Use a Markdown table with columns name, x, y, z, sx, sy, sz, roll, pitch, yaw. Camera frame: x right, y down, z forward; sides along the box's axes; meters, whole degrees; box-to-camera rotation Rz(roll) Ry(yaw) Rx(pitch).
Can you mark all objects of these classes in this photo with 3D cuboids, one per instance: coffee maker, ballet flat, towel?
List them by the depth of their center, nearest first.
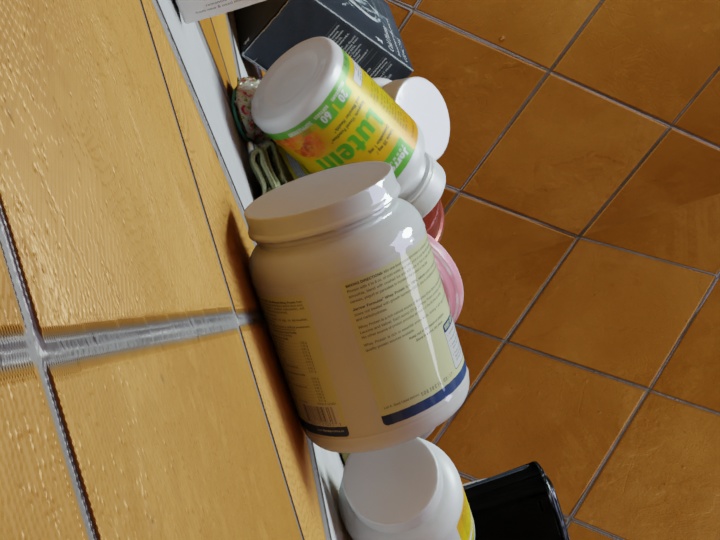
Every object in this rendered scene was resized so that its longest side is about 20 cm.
| name | x | y | z | sx | sy | sz | roll | pitch | yaw |
| --- | --- | --- | --- | --- | --- | --- | --- | --- | --- |
| towel | -0.071 | -0.041 | 1.337 | 0.200 | 0.036 | 0.149 | 60 | 12 | -78 |
| coffee maker | 0.119 | 0.294 | 1.371 | 0.192 | 0.199 | 0.135 | -102 | 174 | -66 |
| ballet flat | -0.096 | -0.176 | 1.385 | 0.200 | 0.064 | 0.076 | -92 | 164 | -79 |

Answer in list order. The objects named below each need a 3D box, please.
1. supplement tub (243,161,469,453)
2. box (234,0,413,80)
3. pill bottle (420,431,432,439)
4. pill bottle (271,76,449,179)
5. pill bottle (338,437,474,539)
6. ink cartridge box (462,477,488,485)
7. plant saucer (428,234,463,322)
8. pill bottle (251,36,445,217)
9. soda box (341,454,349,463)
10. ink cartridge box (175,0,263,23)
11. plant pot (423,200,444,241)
| name | x | y | z | sx | sy | sz | roll | pitch | yaw |
| --- | --- | --- | --- | --- | --- | --- | --- | --- | --- |
| supplement tub | -0.005 | 0.028 | 1.045 | 0.145 | 0.145 | 0.201 | -100 | 173 | -73 |
| box | -0.055 | -0.318 | 1.717 | 0.196 | 0.124 | 0.200 | 30 | 27 | -29 |
| pill bottle | 0.026 | 0.113 | 1.568 | 0.200 | 0.114 | 0.115 | -103 | 176 | -58 |
| pill bottle | -0.005 | -0.154 | 1.476 | 0.114 | 0.200 | 0.115 | 7 | 81 | -46 |
| pill bottle | 0.041 | 0.216 | 1.186 | 0.200 | 0.112 | 0.113 | 68 | 5 | -63 |
| ink cartridge box | 0.170 | 0.444 | 2.222 | 0.200 | 0.146 | 0.147 | 64 | 9 | -78 |
| plant saucer | 0.031 | 0.025 | 1.678 | 0.051 | 0.200 | 0.201 | -58 | 139 | -47 |
| pill bottle | -0.005 | -0.131 | 1.312 | 0.200 | 0.111 | 0.111 | 40 | 22 | -34 |
| soda box | 0.001 | 0.144 | 1.342 | 0.068 | 0.064 | 0.200 | -103 | 175 | -59 |
| ink cartridge box | -0.145 | -0.331 | 1.075 | 0.200 | 0.083 | 0.147 | 71 | 3 | -51 |
| plant pot | 0.026 | -0.126 | 1.827 | 0.195 | 0.200 | 0.201 | 94 | -18 | -62 |
